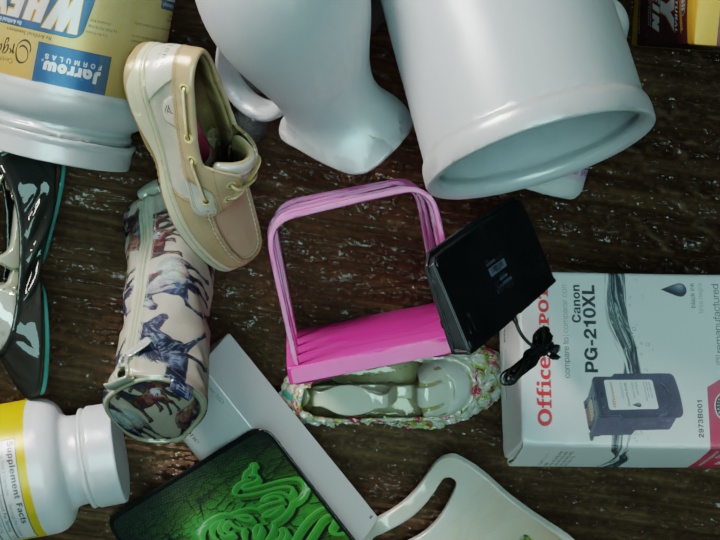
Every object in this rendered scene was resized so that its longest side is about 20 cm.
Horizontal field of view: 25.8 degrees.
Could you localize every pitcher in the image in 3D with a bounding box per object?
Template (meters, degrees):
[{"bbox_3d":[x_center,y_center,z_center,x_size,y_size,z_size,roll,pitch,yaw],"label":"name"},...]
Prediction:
[{"bbox_3d":[-0.063,-0.178,1.136,0.122,0.170,0.201,-53,137,-30],"label":"pitcher"}]

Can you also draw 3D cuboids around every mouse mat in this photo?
[{"bbox_3d":[-0.101,0.230,1.302,0.199,0.008,0.162,-33,100,29],"label":"mouse mat"}]

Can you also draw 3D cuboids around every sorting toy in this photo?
[{"bbox_3d":[0.087,0.258,1.323,0.199,0.107,0.181,-39,91,3],"label":"sorting toy"}]

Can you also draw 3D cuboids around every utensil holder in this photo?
[{"bbox_3d":[0.101,-0.174,1.122,0.168,0.170,0.203,-16,80,-1],"label":"utensil holder"}]

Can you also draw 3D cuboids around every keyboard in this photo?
[{"bbox_3d":[0.104,0.024,1.168,0.020,0.200,0.128,-21,95,29],"label":"keyboard"}]

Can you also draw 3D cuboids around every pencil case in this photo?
[{"bbox_3d":[-0.155,0.029,1.230,0.077,0.202,0.090,-11,142,13],"label":"pencil case"}]

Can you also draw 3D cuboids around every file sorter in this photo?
[{"bbox_3d":[0.000,0.000,1.226,0.137,0.200,0.127,-11,96,-2],"label":"file sorter"}]

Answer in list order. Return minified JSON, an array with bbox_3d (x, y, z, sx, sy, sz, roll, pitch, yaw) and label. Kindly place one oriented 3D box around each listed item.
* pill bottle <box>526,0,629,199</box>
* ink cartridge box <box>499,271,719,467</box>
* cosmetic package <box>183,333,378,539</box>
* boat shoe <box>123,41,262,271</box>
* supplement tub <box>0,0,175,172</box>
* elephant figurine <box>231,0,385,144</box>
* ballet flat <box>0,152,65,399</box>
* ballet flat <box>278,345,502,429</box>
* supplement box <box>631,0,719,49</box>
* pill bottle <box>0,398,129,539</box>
[{"bbox_3d":[0.150,-0.167,1.253,0.111,0.112,0.203,15,98,-5],"label":"pill bottle"},{"bbox_3d":[0.218,0.082,1.284,0.197,0.084,0.147,1,73,-3],"label":"ink cartridge box"},{"bbox_3d":[-0.080,0.155,1.297,0.082,0.051,0.201,-32,101,41],"label":"cosmetic package"},{"bbox_3d":[-0.112,-0.082,1.193,0.068,0.074,0.201,-1,131,28],"label":"boat shoe"},{"bbox_3d":[-0.219,-0.188,1.211,0.143,0.145,0.203,11,97,-5],"label":"supplement tub"},{"bbox_3d":[-0.037,-0.213,1.241,0.141,0.154,0.202,-30,113,-32],"label":"elephant figurine"},{"bbox_3d":[-0.282,0.001,1.267,0.068,0.068,0.203,5,86,-26],"label":"ballet flat"},{"bbox_3d":[0.031,0.103,1.309,0.197,0.064,0.077,-7,98,-3],"label":"ballet flat"},{"bbox_3d":[0.329,-0.234,1.210,0.194,0.200,0.135,3,98,-4],"label":"supplement box"},{"bbox_3d":[-0.291,0.165,1.274,0.197,0.111,0.113,-9,99,-3],"label":"pill bottle"}]
